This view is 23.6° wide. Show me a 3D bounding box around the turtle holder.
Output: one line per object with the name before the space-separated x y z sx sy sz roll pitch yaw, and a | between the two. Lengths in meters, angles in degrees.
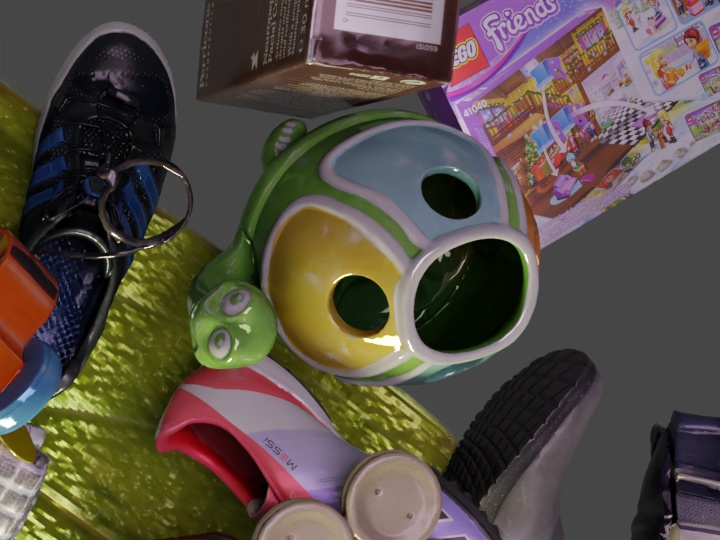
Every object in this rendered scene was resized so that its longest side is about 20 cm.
turtle holder | 0.006 -0.010 0.860 0.185 0.132 0.142 14 100 -34

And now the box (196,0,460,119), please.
box | -0.019 -0.134 0.836 0.075 0.200 0.101 6 88 -18

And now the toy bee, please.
toy bee | -0.171 0.028 0.770 0.199 0.109 0.131 -27 116 -21

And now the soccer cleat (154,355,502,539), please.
soccer cleat | -0.014 0.119 0.875 0.200 0.068 0.073 36 45 7

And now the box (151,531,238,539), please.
box | -0.091 0.241 0.866 0.095 0.100 0.201 -5 91 -20

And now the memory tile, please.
memory tile | 0.002 0.200 0.834 0.153 0.017 0.201 -28 102 -15

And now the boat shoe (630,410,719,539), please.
boat shoe | 0.254 0.139 0.993 0.199 0.075 0.093 13 68 -13

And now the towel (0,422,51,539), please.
towel | -0.261 0.112 0.809 0.199 0.086 0.166 30 81 -18

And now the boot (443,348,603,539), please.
boot | 0.104 0.154 0.963 0.131 0.070 0.200 34 90 -20

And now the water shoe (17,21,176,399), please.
water shoe | -0.132 -0.028 0.859 0.071 0.079 0.201 17 84 -20

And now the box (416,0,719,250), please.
box | 0.135 -0.112 0.979 0.199 0.039 0.137 -29 101 -18
